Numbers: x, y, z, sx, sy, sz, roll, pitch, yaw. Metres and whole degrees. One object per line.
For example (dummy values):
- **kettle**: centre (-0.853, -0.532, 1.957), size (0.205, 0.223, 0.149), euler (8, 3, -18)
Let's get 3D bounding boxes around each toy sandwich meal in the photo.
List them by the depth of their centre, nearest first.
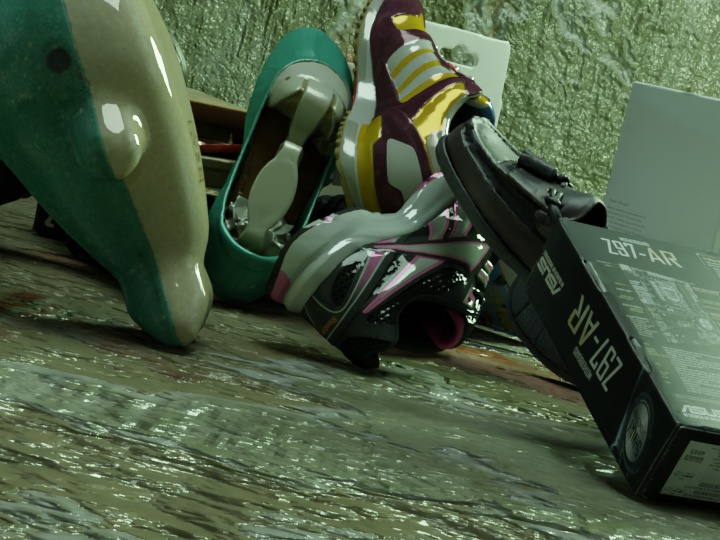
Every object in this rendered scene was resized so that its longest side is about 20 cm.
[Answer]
- **toy sandwich meal**: centre (-0.111, -0.092, 1.458), size (0.205, 0.070, 0.205), euler (8, 2, 0)

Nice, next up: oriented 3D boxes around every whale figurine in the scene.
- **whale figurine**: centre (-0.132, -0.055, 1.097), size (0.104, 0.200, 0.159), euler (-16, 6, 1)

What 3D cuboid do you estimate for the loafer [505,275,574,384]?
- **loafer**: centre (0.171, 0.053, 1.324), size (0.200, 0.072, 0.063), euler (26, -7, 43)

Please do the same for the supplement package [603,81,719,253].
- **supplement package**: centre (0.300, -0.035, 1.815), size (0.151, 0.200, 0.152), euler (10, 6, -32)

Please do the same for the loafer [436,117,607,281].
- **loafer**: centre (0.122, -0.010, 1.179), size (0.200, 0.063, 0.072), euler (53, 29, 14)

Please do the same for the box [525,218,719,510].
- **box**: centre (0.194, 0.054, 1.052), size (0.200, 0.044, 0.160), euler (11, 31, -26)

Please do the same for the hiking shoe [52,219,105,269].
- **hiking shoe**: centre (-0.139, -0.022, 1.302), size (0.087, 0.074, 0.200), euler (4, -3, -9)

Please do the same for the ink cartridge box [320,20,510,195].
- **ink cartridge box**: centre (0.031, -0.082, 1.611), size (0.117, 0.200, 0.067), euler (9, 6, -44)

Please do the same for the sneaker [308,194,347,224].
- **sneaker**: centre (0.000, 0.000, 1.373), size (0.114, 0.076, 0.199), euler (-5, 20, -10)

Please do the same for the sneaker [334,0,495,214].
- **sneaker**: centre (0.041, -0.102, 1.364), size (0.090, 0.075, 0.200), euler (-3, 44, 12)

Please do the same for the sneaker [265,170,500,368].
- **sneaker**: centre (0.039, 0.005, 1.228), size (0.200, 0.080, 0.086), euler (-25, 68, -39)

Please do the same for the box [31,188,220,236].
- **box**: centre (-0.129, -0.036, 1.546), size (0.160, 0.049, 0.200), euler (12, 5, 4)

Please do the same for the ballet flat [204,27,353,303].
- **ballet flat**: centre (-0.041, -0.072, 1.344), size (0.067, 0.200, 0.070), euler (26, -27, -13)

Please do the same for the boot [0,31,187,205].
- **boot**: centre (-0.201, -0.076, 1.266), size (0.203, 0.074, 0.154), euler (-25, 4, 8)

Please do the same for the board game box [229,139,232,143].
- **board game box**: centre (-0.080, -0.070, 1.778), size (0.200, 0.097, 0.159), euler (11, 5, -27)

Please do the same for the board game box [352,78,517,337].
- **board game box**: centre (0.057, -0.039, 1.495), size (0.135, 0.034, 0.200), euler (17, -32, 39)
